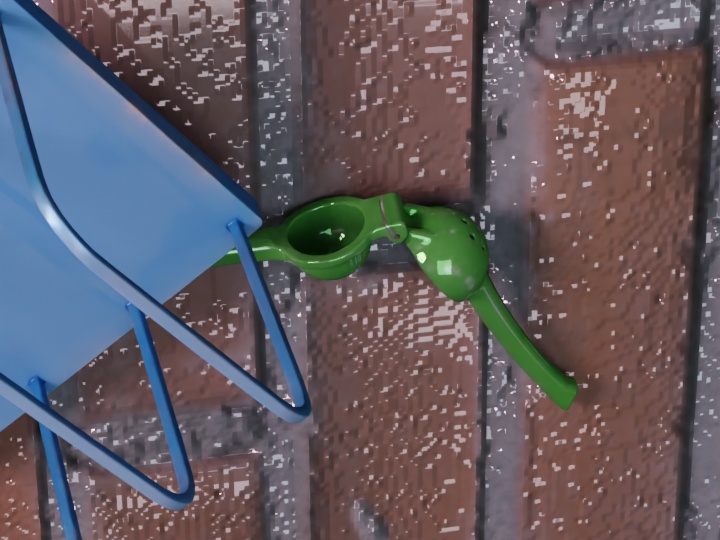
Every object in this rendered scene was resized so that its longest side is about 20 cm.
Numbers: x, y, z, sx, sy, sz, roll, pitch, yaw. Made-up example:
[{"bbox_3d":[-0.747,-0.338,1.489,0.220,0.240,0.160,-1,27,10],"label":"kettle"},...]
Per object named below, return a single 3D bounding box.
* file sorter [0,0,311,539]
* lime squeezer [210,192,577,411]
[{"bbox_3d":[-0.136,0.037,0.683,0.200,0.123,0.139,-37,131,13],"label":"file sorter"},{"bbox_3d":[0.000,0.000,0.784,0.199,0.038,0.071,13,142,-19],"label":"lime squeezer"}]
